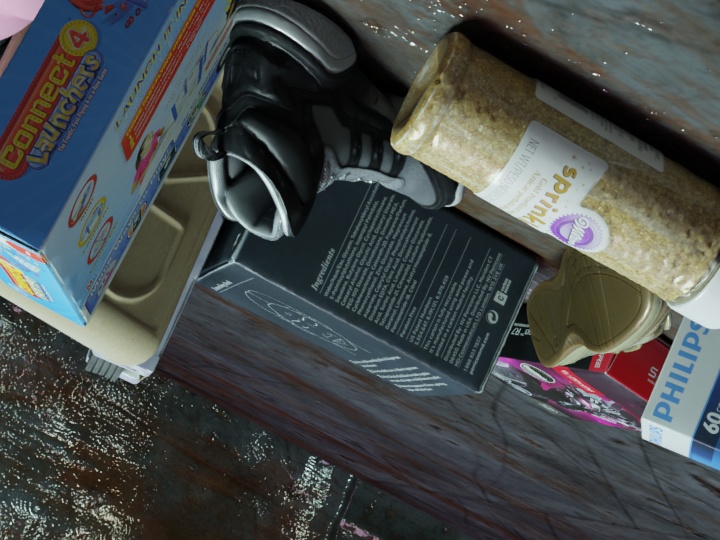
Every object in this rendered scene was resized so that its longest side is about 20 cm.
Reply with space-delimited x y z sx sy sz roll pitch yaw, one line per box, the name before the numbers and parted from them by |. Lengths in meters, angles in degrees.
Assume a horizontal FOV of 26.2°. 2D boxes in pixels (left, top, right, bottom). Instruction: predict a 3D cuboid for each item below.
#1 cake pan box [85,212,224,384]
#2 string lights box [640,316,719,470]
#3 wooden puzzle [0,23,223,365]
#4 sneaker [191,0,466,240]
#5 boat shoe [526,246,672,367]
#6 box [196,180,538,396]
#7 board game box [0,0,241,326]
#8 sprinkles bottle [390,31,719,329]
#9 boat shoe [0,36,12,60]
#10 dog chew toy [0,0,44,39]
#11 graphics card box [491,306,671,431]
cake pan box | -0.141 -0.011 1.134 0.052 0.202 0.184 24 171 -7
string lights box | 0.278 0.087 0.918 0.198 0.103 0.059 22 168 16
wooden puzzle | -0.158 -0.068 0.925 0.046 0.201 0.185 14 163 43
sneaker | -0.020 -0.060 0.879 0.075 0.115 0.200 14 163 44
boat shoe | 0.163 0.019 0.981 0.064 0.073 0.200 -9 168 -12
box | 0.000 0.000 1.110 0.199 0.108 0.148 28 168 -13
board game box | -0.127 -0.086 0.791 0.056 0.201 0.196 26 167 2
sprinkles bottle | 0.115 -0.044 0.785 0.199 0.069 0.068 29 168 -10
boat shoe | -0.223 -0.127 1.010 0.198 0.072 0.068 7 168 19
dog chew toy | -0.214 -0.173 0.812 0.198 0.126 0.125 9 161 31
graphics card box | 0.178 0.078 1.209 0.125 0.051 0.199 32 167 -29
